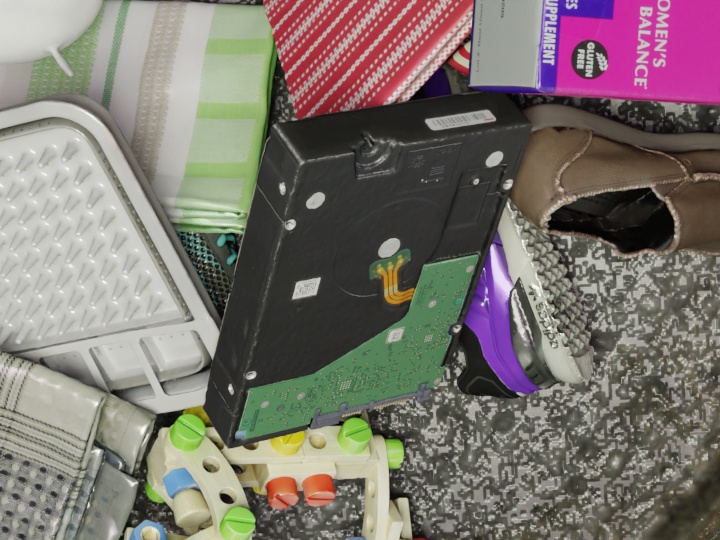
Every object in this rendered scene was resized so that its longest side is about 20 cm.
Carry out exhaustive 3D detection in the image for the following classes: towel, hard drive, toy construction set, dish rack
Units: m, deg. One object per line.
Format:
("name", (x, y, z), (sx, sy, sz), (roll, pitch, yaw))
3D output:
("towel", (-0.231, 0.128, 1.096), (0.200, 0.035, 0.193), (21, 101, 3))
("towel", (-0.150, -0.094, 1.121), (0.200, 0.031, 0.150), (2, 67, 10))
("towel", (0.007, -0.153, 1.051), (0.022, 0.200, 0.145), (26, 121, -32))
("hard drive", (0.000, 0.000, 1.026), (0.139, 0.038, 0.200), (-12, 137, -29))
("toy construction set", (-0.042, 0.130, 1.124), (0.200, 0.131, 0.092), (11, 139, -34))
("dish rack", (-0.168, -0.006, 1.073), (0.171, 0.044, 0.200), (-11, 122, 25))

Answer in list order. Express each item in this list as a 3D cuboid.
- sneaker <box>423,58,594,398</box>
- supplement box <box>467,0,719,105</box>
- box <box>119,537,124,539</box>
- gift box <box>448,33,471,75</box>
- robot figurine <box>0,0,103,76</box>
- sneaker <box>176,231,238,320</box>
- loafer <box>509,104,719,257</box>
("sneaker", (0.056, -0.018, 1.132), (0.099, 0.070, 0.201), (-19, 89, 23))
("supplement box", (0.162, -0.127, 0.911), (0.200, 0.103, 0.101), (2, 95, -15))
("box", (-0.219, 0.259, 1.181), (0.200, 0.097, 0.177), (-3, 95, 6))
("gift box", (0.141, -0.188, 1.048), (0.184, 0.200, 0.187), (4, 94, -8))
("robot figurine", (-0.199, -0.201, 1.092), (0.169, 0.113, 0.200), (-6, 78, 8))
("sneaker", (-0.102, -0.016, 1.145), (0.200, 0.078, 0.091), (35, 95, -1))
("loafer", (0.160, -0.032, 1.074), (0.200, 0.071, 0.073), (8, 139, -25))
